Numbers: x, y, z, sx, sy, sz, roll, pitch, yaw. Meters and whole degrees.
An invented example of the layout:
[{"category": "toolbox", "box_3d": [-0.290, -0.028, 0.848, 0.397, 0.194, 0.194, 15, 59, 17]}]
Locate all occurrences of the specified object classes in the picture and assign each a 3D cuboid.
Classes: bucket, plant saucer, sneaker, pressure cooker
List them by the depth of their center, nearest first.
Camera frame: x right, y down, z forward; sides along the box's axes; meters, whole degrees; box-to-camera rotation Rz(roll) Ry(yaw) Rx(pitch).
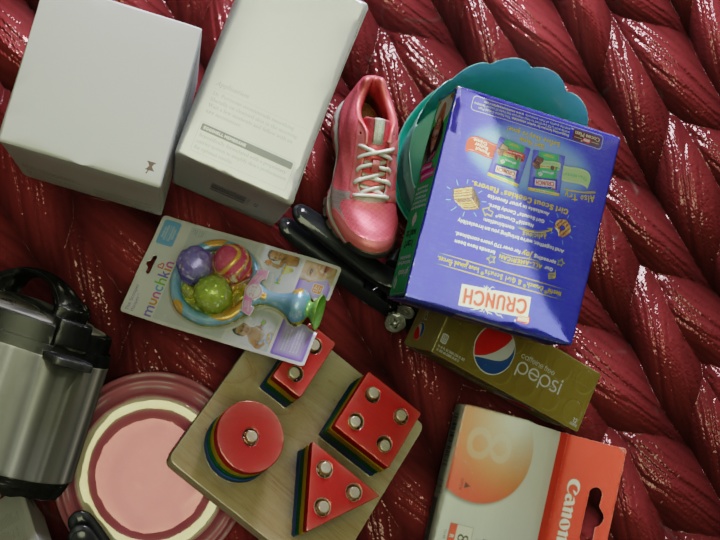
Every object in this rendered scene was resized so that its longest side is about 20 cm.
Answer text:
[{"category": "pressure cooker", "box_3d": [-0.329, 0.096, 1.199, 0.173, 0.179, 0.203, 18, 87, 4]}, {"category": "plant saucer", "box_3d": [-0.209, 0.203, 1.274, 0.197, 0.051, 0.204, 1, 85, -9]}, {"category": "sneaker", "box_3d": [0.004, -0.110, 1.279, 0.073, 0.087, 0.203, 4, 59, -15]}, {"category": "bucket", "box_3d": [0.131, -0.105, 1.309, 0.204, 0.135, 0.211, 1, 85, -10]}]

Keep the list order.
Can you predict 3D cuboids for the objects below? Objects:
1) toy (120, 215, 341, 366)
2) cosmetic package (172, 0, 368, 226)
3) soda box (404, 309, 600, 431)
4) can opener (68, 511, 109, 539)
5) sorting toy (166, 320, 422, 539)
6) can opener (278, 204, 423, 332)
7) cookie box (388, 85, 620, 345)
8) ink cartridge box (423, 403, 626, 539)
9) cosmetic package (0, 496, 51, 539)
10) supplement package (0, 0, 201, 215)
[{"category": "toy", "box_3d": [-0.129, 0.010, 1.261, 0.197, 0.047, 0.116, 17, 63, 8]}, {"category": "cosmetic package", "box_3d": [-0.094, -0.168, 1.245, 0.121, 0.199, 0.203, 23, 82, -7]}, {"category": "soda box", "box_3d": [0.147, 0.091, 1.304, 0.198, 0.064, 0.069, 29, 81, -25]}, {"category": "can opener", "box_3d": [-0.225, 0.315, 1.228, 0.078, 0.063, 0.202, -33, 107, -11]}, {"category": "sorting toy", "box_3d": [-0.053, 0.166, 1.259, 0.199, 0.070, 0.200, 39, 62, -6]}, {"category": "can opener", "box_3d": [0.000, 0.000, 1.315, 0.198, 0.064, 0.079, 30, 38, -15]}, {"category": "cookie box", "box_3d": [0.134, -0.048, 1.199, 0.169, 0.075, 0.203, 16, 84, -8]}, {"category": "ink cartridge box", "box_3d": [0.176, 0.243, 1.332, 0.197, 0.050, 0.165, 15, 84, -4]}, {"category": "cosmetic package", "box_3d": [-0.321, 0.281, 1.175, 0.082, 0.200, 0.051, -31, 117, -10]}, {"category": "supplement package", "box_3d": [-0.242, -0.157, 1.220, 0.149, 0.200, 0.153, 16, 83, -7]}]
